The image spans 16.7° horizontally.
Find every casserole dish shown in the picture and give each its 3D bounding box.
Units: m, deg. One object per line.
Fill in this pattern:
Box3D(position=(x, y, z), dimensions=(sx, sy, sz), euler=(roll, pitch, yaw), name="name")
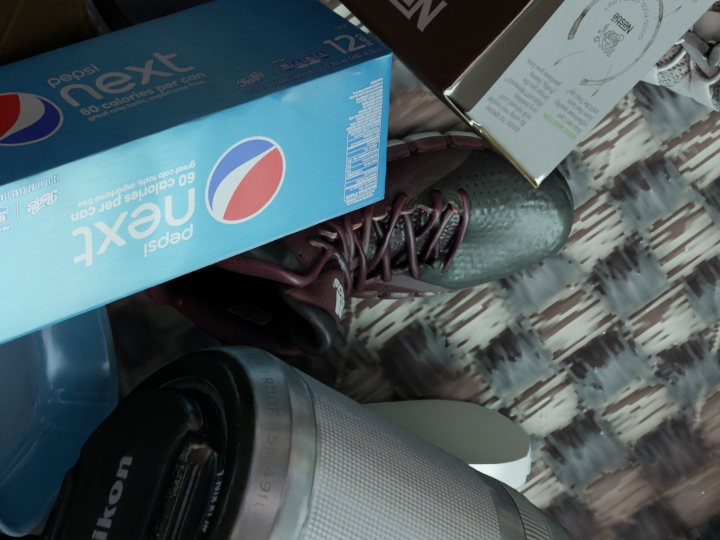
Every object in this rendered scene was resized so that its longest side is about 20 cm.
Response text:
Box3D(position=(-0.147, 0.008, 0.949), dimensions=(0.039, 0.121, 0.201), euler=(-1, 117, 23), name="casserole dish")

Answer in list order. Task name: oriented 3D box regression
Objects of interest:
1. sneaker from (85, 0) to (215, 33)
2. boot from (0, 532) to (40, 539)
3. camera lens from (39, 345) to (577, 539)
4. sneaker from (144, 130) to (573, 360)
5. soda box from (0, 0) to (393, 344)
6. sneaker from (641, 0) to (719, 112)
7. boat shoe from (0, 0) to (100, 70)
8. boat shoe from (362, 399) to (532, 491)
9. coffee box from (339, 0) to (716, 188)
Box3D(position=(-0.074, -0.144, 0.869), dimensions=(0.075, 0.114, 0.201), euler=(-12, 121, -7), name="sneaker")
Box3D(position=(-0.107, 0.189, 1.086), dimensions=(0.199, 0.077, 0.139), euler=(11, 106, -26), name="boot")
Box3D(position=(-0.017, 0.133, 0.938), dimensions=(0.200, 0.160, 0.160), euler=(30, 108, -27), name="camera lens")
Box3D(position=(0.000, 0.000, 0.977), dimensions=(0.199, 0.116, 0.076), euler=(-1, 119, -13), name="sneaker")
Box3D(position=(-0.087, -0.036, 0.842), dimensions=(0.200, 0.068, 0.064), euler=(-21, 131, -32), name="soda box")
Box3D(position=(0.146, -0.100, 0.975), dimensions=(0.199, 0.082, 0.075), euler=(15, 114, -16), name="sneaker")
Box3D(position=(-0.130, -0.082, 0.882), dimensions=(0.073, 0.063, 0.201), euler=(-60, 140, -16), name="boat shoe")
Box3D(position=(-0.025, 0.095, 1.058), dimensions=(0.199, 0.072, 0.069), euler=(-2, 119, -23), name="boat shoe")
Box3D(position=(0.085, -0.147, 0.893), dimensions=(0.200, 0.114, 0.080), euler=(-47, 143, 4), name="coffee box")
